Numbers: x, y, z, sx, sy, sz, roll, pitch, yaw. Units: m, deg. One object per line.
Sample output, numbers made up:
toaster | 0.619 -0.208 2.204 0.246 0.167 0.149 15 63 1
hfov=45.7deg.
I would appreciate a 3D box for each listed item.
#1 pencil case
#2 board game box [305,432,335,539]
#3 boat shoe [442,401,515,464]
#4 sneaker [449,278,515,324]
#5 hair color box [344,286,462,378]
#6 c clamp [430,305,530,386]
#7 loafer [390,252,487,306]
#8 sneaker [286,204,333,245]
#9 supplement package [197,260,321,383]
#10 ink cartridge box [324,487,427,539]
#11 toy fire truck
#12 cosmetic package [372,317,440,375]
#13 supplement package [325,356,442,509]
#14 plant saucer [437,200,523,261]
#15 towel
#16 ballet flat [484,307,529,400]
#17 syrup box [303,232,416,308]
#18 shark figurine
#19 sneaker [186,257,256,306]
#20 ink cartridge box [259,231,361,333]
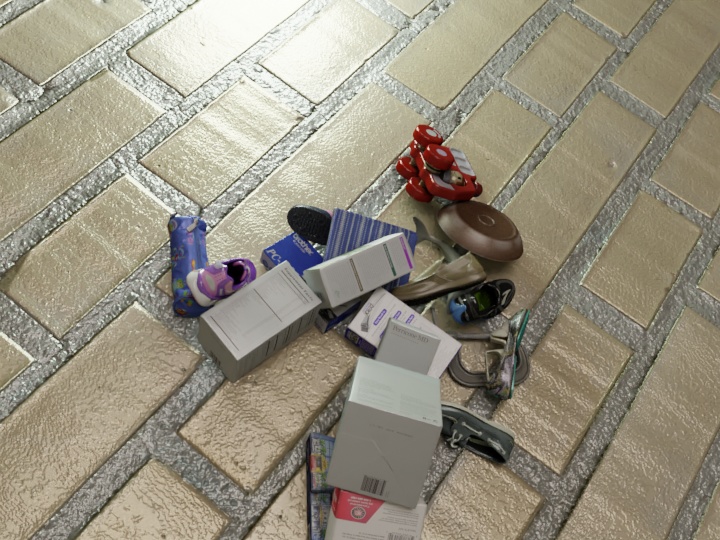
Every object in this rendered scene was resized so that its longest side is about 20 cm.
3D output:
pencil case | -0.323 -0.014 1.627 0.078 0.087 0.201 7 58 -30
board game box | 0.008 0.388 1.485 0.199 0.062 0.201 3 59 -12
boat shoe | 0.191 0.299 1.578 0.199 0.073 0.062 22 53 -7
sneaker | 0.258 0.059 1.708 0.199 0.083 0.071 -16 83 -49
hair color box | 0.081 0.134 1.644 0.200 0.065 0.109 36 68 6
c clamp | 0.242 0.152 1.704 0.199 0.027 0.172 6 59 -10
loafer | 0.148 0.019 1.692 0.199 0.076 0.068 -15 75 1
sneaker | -0.062 -0.091 1.737 0.199 0.070 0.082 21 22 -22
supplement package | -0.186 0.094 1.581 0.200 0.110 0.114 -34 74 -28
ink cartridge box | 0.014 0.455 1.383 0.144 0.084 0.201 12 89 -7
toy fire truck | 0.182 -0.218 1.849 0.167 0.112 0.200 12 35 -25
cosmetic package | 0.063 0.196 1.554 0.101 0.074 0.201 20 91 -1
supplement package | 0.042 0.260 1.407 0.151 0.151 0.200 16 15 0
plant saucer | 0.260 -0.094 1.802 0.199 0.037 0.201 17 32 -11
towel | 0.019 -0.032 1.704 0.199 0.024 0.146 17 79 -26
ballet flat | 0.280 0.153 1.666 0.072 0.072 0.201 20 62 -2
syrup box | 0.000 0.000 1.635 0.199 0.079 0.082 -23 98 -27
shark figurine | 0.192 -0.024 1.762 0.128 0.090 0.215 -15 64 -25
sneaker | -0.234 0.010 1.585 0.081 0.088 0.200 61 21 2
ink cartridge box | -0.099 0.020 1.687 0.094 0.044 0.200 -33 72 -30
